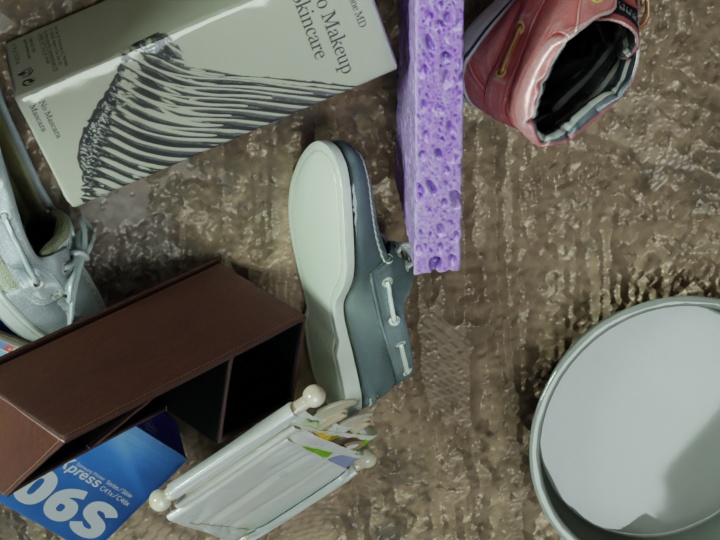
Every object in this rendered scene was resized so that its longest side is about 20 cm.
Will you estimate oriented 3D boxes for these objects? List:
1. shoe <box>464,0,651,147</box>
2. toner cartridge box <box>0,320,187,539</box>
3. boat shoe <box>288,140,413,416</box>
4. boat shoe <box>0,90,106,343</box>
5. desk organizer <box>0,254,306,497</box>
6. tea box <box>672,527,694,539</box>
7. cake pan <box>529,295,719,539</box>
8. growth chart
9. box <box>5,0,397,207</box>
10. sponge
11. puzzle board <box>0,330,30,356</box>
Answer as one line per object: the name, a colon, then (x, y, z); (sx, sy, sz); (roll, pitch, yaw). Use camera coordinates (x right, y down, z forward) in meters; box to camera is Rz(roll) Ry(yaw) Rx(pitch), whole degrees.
shoe: (0.140, -0.159, 1.027); (0.200, 0.091, 0.071); (-50, 127, 3)
toner cartridge box: (-0.211, 0.090, 1.125); (0.200, 0.043, 0.095); (36, 105, -32)
boat shoe: (0.000, 0.000, 1.124); (0.062, 0.073, 0.201); (-20, 130, -21)
boat shoe: (-0.192, -0.034, 1.030); (0.065, 0.075, 0.202); (-21, 120, 13)
desk organizer: (-0.126, 0.068, 1.055); (0.200, 0.077, 0.072); (-27, 137, -45)
tea box: (0.233, 0.308, 1.310); (0.133, 0.200, 0.197); (-31, 127, 3)
cake pan: (0.207, 0.108, 1.242); (0.199, 0.037, 0.201); (-3, 106, -9)
growth chart: (-0.051, 0.128, 1.155); (0.144, 0.018, 0.200); (-32, 159, 2)
box: (-0.088, -0.118, 1.013); (0.199, 0.068, 0.082); (-24, 126, -1)
sponge: (0.038, -0.110, 1.031); (0.030, 0.112, 0.201); (-3, 123, -3)
puzzle board: (-0.294, 0.086, 1.059); (0.150, 0.017, 0.200); (24, 125, -26)
